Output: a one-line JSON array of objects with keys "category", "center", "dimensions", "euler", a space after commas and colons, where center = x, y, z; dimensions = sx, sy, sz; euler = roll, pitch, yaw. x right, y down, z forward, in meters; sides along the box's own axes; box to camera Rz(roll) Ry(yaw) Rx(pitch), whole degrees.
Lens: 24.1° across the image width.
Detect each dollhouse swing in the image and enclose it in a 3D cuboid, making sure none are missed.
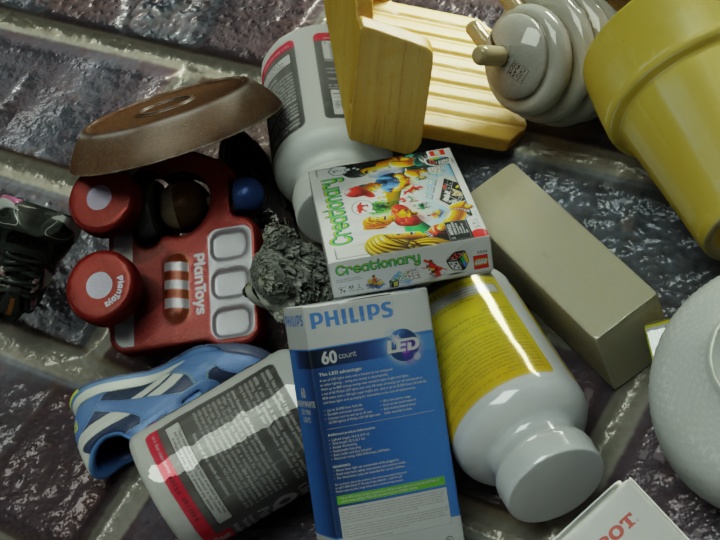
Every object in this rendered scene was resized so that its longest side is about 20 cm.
[{"category": "dollhouse swing", "center": [0.065, -0.224, 1.513], "dimensions": [0.176, 0.182, 0.200], "euler": [-2, 48, -8]}]

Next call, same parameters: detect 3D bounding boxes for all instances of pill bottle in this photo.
[{"category": "pill bottle", "center": [0.109, 0.096, 1.321], "dimensions": [0.112, 0.112, 0.200], "euler": [-29, 48, -1]}, {"category": "pill bottle", "center": [-0.029, -0.123, 1.556], "dimensions": [0.111, 0.111, 0.200], "euler": [-18, 48, 10]}, {"category": "pill bottle", "center": [-0.075, 0.133, 1.361], "dimensions": [0.200, 0.111, 0.111], "euler": [-30, 48, -2]}]

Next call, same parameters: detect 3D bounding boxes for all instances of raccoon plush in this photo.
[{"category": "raccoon plush", "center": [0.000, 0.000, 1.428], "dimensions": [0.200, 0.134, 0.097], "euler": [-24, 48, 4]}]

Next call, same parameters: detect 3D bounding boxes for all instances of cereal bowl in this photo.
[{"category": "cereal bowl", "center": [0.303, 0.076, 1.212], "dimensions": [0.200, 0.083, 0.200], "euler": [-8, 62, 16]}]

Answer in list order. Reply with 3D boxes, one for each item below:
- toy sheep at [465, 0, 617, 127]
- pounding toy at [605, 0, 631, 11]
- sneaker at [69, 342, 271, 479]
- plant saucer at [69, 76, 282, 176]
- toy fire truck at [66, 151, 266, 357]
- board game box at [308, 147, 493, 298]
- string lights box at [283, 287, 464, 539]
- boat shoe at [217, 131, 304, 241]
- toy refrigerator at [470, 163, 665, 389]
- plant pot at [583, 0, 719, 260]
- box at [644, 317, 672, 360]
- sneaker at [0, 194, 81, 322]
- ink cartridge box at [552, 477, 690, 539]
[{"category": "toy sheep", "center": [0.170, -0.192, 1.491], "dimensions": [0.200, 0.138, 0.138], "euler": [-10, 36, -37]}, {"category": "pounding toy", "center": [0.283, -0.299, 1.533], "dimensions": [0.142, 0.184, 0.200], "euler": [15, 60, 46]}, {"category": "sneaker", "center": [-0.156, 0.123, 1.444], "dimensions": [0.200, 0.074, 0.082], "euler": [-21, 48, 18]}, {"category": "plant saucer", "center": [-0.170, -0.134, 1.507], "dimensions": [0.200, 0.035, 0.200], "euler": [-16, 14, 4]}, {"category": "toy fire truck", "center": [-0.163, -0.019, 1.506], "dimensions": [0.168, 0.112, 0.200], "euler": [-7, 70, 14]}, {"category": "board game box", "center": [0.028, -0.042, 1.372], "dimensions": [0.126, 0.035, 0.200], "euler": [-10, 25, -3]}, {"category": "string lights box", "center": [0.010, 0.119, 1.283], "dimensions": [0.103, 0.059, 0.200], "euler": [-8, 90, -18]}, {"category": "boat shoe", "center": [-0.099, -0.052, 1.559], "dimensions": [0.072, 0.065, 0.200], "euler": [-23, 47, 10]}, {"category": "toy refrigerator", "center": [0.169, 0.000, 1.397], "dimensions": [0.070, 0.076, 0.200], "euler": [-37, 48, -7]}, {"category": "plant pot", "center": [0.304, -0.119, 1.367], "dimensions": [0.201, 0.201, 0.189], "euler": [-21, 63, 7]}, {"category": "box", "center": [0.327, 0.073, 1.281], "dimensions": [0.200, 0.048, 0.117], "euler": [-16, 58, 13]}, {"category": "sneaker", "center": [-0.309, -0.002, 1.557], "dimensions": [0.080, 0.200, 0.086], "euler": [16, 70, -7]}, {"category": "ink cartridge box", "center": [0.191, 0.261, 1.114], "dimensions": [0.146, 0.086, 0.200], "euler": [-41, 75, -6]}]
